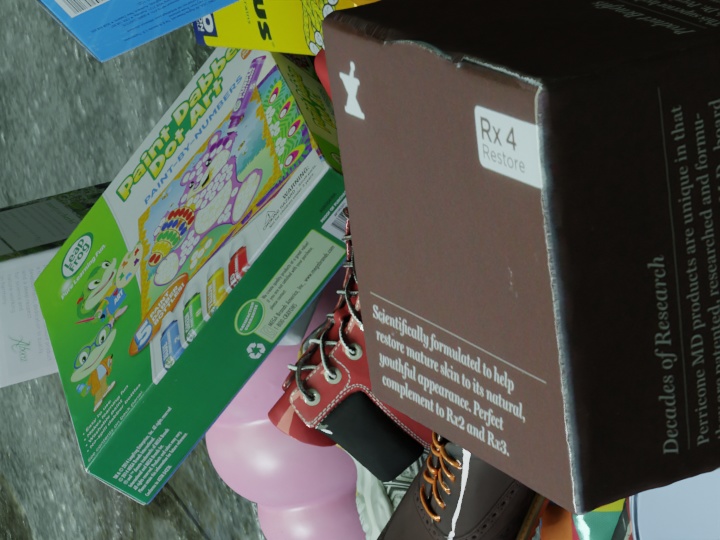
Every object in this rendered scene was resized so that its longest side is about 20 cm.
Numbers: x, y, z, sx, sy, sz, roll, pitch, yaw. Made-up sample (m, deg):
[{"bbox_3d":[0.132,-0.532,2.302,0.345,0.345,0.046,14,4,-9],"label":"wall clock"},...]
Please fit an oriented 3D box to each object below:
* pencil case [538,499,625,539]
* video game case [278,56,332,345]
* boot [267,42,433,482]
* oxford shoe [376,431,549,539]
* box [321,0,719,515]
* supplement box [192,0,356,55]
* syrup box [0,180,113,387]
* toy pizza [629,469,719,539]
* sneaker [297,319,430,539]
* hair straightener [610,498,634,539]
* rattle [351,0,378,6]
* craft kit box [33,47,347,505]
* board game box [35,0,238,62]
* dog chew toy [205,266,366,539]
[{"bbox_3d":[0.127,0.161,1.321,0.088,0.088,0.200,34,134,55],"label":"pencil case"},{"bbox_3d":[-0.054,-0.044,1.493,0.200,0.023,0.182,-5,58,59],"label":"video game case"},{"bbox_3d":[0.000,0.000,1.269,0.200,0.144,0.072,57,-178,-26],"label":"boot"},{"bbox_3d":[0.047,0.088,1.256,0.200,0.073,0.071,-53,47,15],"label":"oxford shoe"},{"bbox_3d":[0.117,-0.030,1.079,0.166,0.200,0.164,28,130,59],"label":"box"},{"bbox_3d":[-0.004,-0.168,1.366,0.200,0.109,0.109,12,116,63],"label":"supplement box"},{"bbox_3d":[-0.138,-0.003,1.645,0.079,0.200,0.081,36,134,55],"label":"syrup box"},{"bbox_3d":[0.197,0.125,1.156,0.200,0.032,0.200,26,135,30],"label":"toy pizza"},{"bbox_3d":[0.042,0.089,1.346,0.088,0.076,0.200,-40,63,22],"label":"sneaker"},{"bbox_3d":[0.149,0.116,1.241,0.041,0.077,0.200,-131,55,-63],"label":"hair straightener"},{"bbox_3d":[0.083,-0.048,1.227,0.130,0.143,0.200,3,102,45],"label":"rattle"},{"bbox_3d":[-0.081,-0.012,1.439,0.200,0.049,0.198,-51,25,14],"label":"craft kit box"},{"bbox_3d":[-0.047,-0.213,1.244,0.056,0.200,0.196,46,-149,-42],"label":"board game box"},{"bbox_3d":[-0.037,0.075,1.588,0.125,0.125,0.200,14,125,63],"label":"dog chew toy"}]
